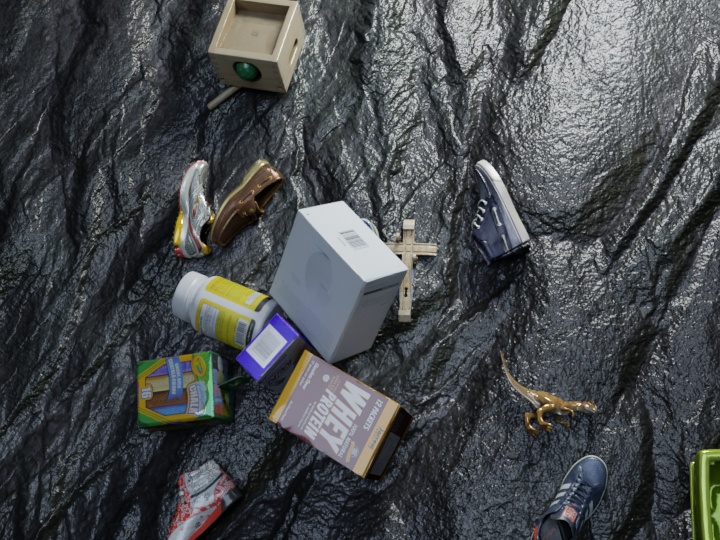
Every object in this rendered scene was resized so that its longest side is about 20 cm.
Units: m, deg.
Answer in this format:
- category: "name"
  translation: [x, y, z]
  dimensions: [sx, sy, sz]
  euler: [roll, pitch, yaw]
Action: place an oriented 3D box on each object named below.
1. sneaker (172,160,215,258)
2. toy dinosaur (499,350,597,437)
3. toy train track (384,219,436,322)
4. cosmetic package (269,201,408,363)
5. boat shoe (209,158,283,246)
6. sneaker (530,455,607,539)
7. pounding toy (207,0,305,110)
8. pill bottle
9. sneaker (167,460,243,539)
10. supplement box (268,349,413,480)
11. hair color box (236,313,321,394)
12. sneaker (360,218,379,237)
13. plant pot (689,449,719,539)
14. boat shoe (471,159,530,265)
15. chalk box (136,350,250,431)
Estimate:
- category: "sneaker"
  translation: [-0.330, -0.124, 1.695]
  dimensions: [0.080, 0.078, 0.206]
  euler: [4, 85, 7]
- category: "toy dinosaur"
  translation: [0.325, 0.238, 1.489]
  dimensions: [0.196, 0.061, 0.107]
  euler: [21, 56, 10]
- category: "toy train track"
  translation: [0.089, -0.002, 1.599]
  dimensions: [0.112, 0.033, 0.205]
  euler: [1, 77, 11]
- category: "cosmetic package"
  translation: [-0.045, 0.020, 1.508]
  dimensions: [0.200, 0.121, 0.203]
  euler: [46, 129, 28]
- category: "boat shoe"
  translation: [-0.231, -0.131, 1.673]
  dimensions: [0.067, 0.072, 0.202]
  euler: [32, 81, 19]
- category: "sneaker"
  translation: [0.363, 0.409, 1.412]
  dimensions: [0.074, 0.085, 0.202]
  euler: [31, 82, 17]
- category: "pounding toy"
  translation: [-0.230, -0.451, 1.739]
  dimensions: [0.179, 0.143, 0.204]
  euler: [10, 67, 12]
- category: "pill bottle"
  translation: [-0.259, 0.080, 1.601]
  dimensions: [0.196, 0.114, 0.117]
  euler: [21, 80, 15]
- category: "sneaker"
  translation: [-0.323, 0.451, 1.541]
  dimensions: [0.201, 0.067, 0.108]
  euler: [-43, 71, -6]
- category: "supplement box"
  translation: [-0.029, 0.262, 1.464]
  dimensions: [0.194, 0.200, 0.135]
  euler: [27, 81, 16]
- category: "hair color box"
  translation: [-0.146, 0.159, 1.513]
  dimensions: [0.065, 0.200, 0.110]
  euler: [42, 85, 16]
- category: "sneaker"
  translation: [0.000, 0.000, 1.586]
  dimensions: [0.073, 0.088, 0.206]
  euler: [-4, 78, 7]
- category: "plant pot"
  translation: [0.628, 0.395, 1.316]
  dimensions: [0.194, 0.182, 0.205]
  euler: [0, 76, 11]
- category: "boat shoe"
  translation: [0.243, -0.109, 1.574]
  dimensions: [0.091, 0.075, 0.203]
  euler: [-24, 73, -5]
- category: "chalk box"
  translation: [-0.310, 0.230, 1.565]
  dimensions: [0.195, 0.125, 0.127]
  euler: [-8, 74, 10]
